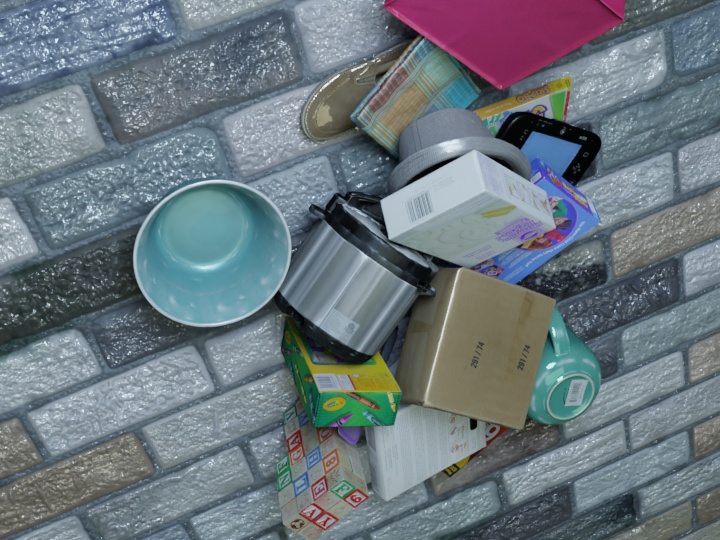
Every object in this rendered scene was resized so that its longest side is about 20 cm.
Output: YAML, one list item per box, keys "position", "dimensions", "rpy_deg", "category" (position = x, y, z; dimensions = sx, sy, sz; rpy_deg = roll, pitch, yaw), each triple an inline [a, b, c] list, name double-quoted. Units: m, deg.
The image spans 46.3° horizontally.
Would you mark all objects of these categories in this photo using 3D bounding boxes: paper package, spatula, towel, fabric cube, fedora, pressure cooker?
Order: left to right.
- position: [0.001, 0.001, 1.136]
  dimensions: [0.201, 0.178, 0.175]
  rpy_deg: [-55, 144, 9]
  category: "pressure cooker"
- position: [0.016, 0.165, 1.264]
  dimensions: [0.057, 0.020, 0.201]
  rpy_deg: [50, 58, -40]
  category: "spatula"
- position: [0.077, -0.214, 1.087]
  dimensions: [0.147, 0.022, 0.200]
  rpy_deg: [-49, 155, 9]
  category: "towel"
- position: [0.119, -0.146, 1.087]
  dimensions: [0.199, 0.091, 0.176]
  rpy_deg: [9, 150, -43]
  category: "fedora"
- position: [0.162, 0.111, 1.208]
  dimensions: [0.189, 0.103, 0.202]
  rpy_deg: [18, 82, -25]
  category: "paper package"
- position: [0.170, -0.368, 0.954]
  dimensions: [0.199, 0.196, 0.201]
  rpy_deg: [27, 64, -28]
  category: "fabric cube"

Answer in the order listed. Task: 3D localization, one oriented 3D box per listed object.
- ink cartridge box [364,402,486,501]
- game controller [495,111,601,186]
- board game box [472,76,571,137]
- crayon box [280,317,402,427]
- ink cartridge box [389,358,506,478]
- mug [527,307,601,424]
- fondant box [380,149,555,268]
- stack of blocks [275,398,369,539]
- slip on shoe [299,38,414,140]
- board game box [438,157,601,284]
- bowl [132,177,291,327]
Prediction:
- position: [0.102, 0.243, 1.294]
  dimensions: [0.199, 0.050, 0.162]
  rpy_deg: [-24, 125, -26]
  category: "ink cartridge box"
- position: [0.259, -0.166, 1.198]
  dimensions: [0.199, 0.042, 0.105]
  rpy_deg: [6, 135, -38]
  category: "game controller"
- position: [0.209, -0.201, 1.181]
  dimensions: [0.198, 0.030, 0.096]
  rpy_deg: [-24, 146, -9]
  category: "board game box"
- position: [-0.032, 0.139, 1.187]
  dimensions: [0.118, 0.200, 0.059]
  rpy_deg: [3, 115, -20]
  category: "crayon box"
- position: [0.109, 0.236, 1.358]
  dimensions: [0.175, 0.084, 0.200]
  rpy_deg: [-42, 122, 5]
  category: "ink cartridge box"
- position: [0.308, 0.166, 1.374]
  dimensions: [0.152, 0.115, 0.185]
  rpy_deg: [-42, 122, 5]
  category: "mug"
- position: [0.141, -0.072, 1.078]
  dimensions: [0.144, 0.059, 0.199]
  rpy_deg: [-26, 156, 31]
  category: "fondant box"
- position: [-0.066, 0.277, 1.244]
  dimensions: [0.115, 0.201, 0.059]
  rpy_deg: [-39, 123, 15]
  category: "stack of blocks"
- position: [0.013, -0.231, 1.094]
  dimensions: [0.199, 0.061, 0.076]
  rpy_deg: [-29, 122, -4]
  category: "slip on shoe"
- position: [0.226, -0.057, 1.226]
  dimensions: [0.134, 0.045, 0.200]
  rpy_deg: [30, 125, -32]
  category: "board game box"
- position: [-0.196, -0.040, 1.092]
  dimensions: [0.199, 0.105, 0.203]
  rpy_deg: [-8, 119, -15]
  category: "bowl"
